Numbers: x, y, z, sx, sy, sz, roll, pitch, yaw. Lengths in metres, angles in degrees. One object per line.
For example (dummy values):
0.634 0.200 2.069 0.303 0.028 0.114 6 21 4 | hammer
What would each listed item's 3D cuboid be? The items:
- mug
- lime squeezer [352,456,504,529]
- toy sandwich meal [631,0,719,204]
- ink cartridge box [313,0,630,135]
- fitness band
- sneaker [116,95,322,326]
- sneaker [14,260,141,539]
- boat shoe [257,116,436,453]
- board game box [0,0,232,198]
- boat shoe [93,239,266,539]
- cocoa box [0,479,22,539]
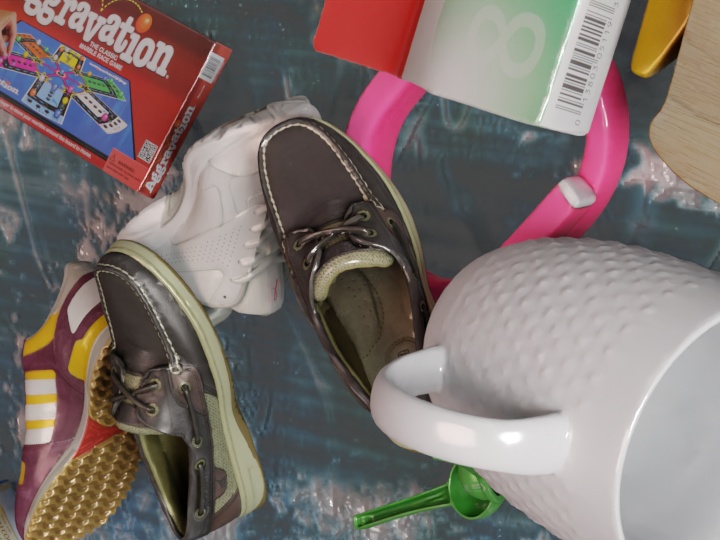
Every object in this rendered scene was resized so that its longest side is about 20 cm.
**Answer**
0.098 0.060 1.096 0.175 0.200 0.148 26 116 48 | mug
0.050 0.111 1.238 0.200 0.071 0.038 125 154 -70 | lime squeezer
0.199 -0.119 1.035 0.205 0.070 0.205 14 111 43 | toy sandwich meal
0.053 -0.169 1.158 0.200 0.050 0.161 21 97 39 | ink cartridge box
0.061 -0.063 1.217 0.200 0.037 0.144 -47 67 40 | fitness band
-0.064 -0.027 1.339 0.099 0.078 0.200 57 143 9 | sneaker
-0.188 0.089 1.496 0.090 0.075 0.200 48 124 37 | sneaker
0.000 0.000 1.207 0.073 0.065 0.200 -31 73 6 | boat shoe
-0.173 -0.130 1.421 0.200 0.019 0.103 30 93 37 | board game box
-0.117 0.078 1.371 0.072 0.066 0.201 13 133 46 | boat shoe
-0.299 0.267 1.606 0.133 0.131 0.200 -24 83 46 | cocoa box
